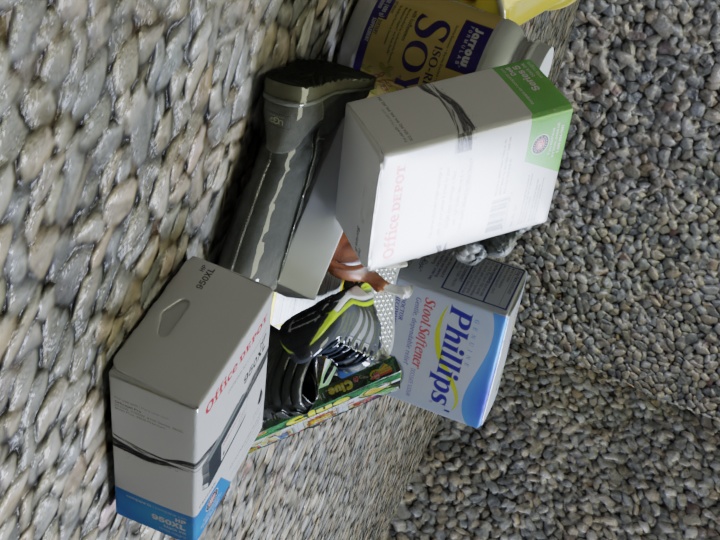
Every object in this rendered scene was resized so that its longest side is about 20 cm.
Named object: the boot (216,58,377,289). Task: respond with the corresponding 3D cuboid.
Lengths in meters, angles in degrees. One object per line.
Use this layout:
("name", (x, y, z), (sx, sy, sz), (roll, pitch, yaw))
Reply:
("boot", (-0.060, -0.086, 1.184), (0.181, 0.072, 0.202), (-24, 129, -56))

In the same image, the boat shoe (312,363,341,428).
("boat shoe", (-0.033, 0.125, 1.732), (0.057, 0.068, 0.202), (-43, 154, -66))

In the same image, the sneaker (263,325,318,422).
("sneaker", (-0.101, 0.148, 1.340), (0.071, 0.098, 0.202), (-50, 159, -61))

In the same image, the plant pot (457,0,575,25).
("plant pot", (0.173, -0.374, 1.527), (0.189, 0.200, 0.202), (-46, 160, -26))

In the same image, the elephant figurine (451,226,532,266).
("elephant figurine", (0.102, -0.113, 1.465), (0.155, 0.199, 0.143), (-19, -139, 55))

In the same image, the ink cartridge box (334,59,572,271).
("ink cartridge box", (0.083, -0.098, 1.202), (0.198, 0.084, 0.146), (-15, 139, -21))

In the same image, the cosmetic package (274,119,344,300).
("cosmetic package", (-0.039, -0.072, 1.279), (0.202, 0.050, 0.082), (-68, -161, -8))

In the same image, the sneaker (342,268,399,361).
("sneaker", (0.000, 0.000, 1.461), (0.078, 0.079, 0.203), (21, 74, -53))

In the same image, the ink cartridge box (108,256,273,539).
("ink cartridge box", (-0.143, 0.112, 1.101), (0.201, 0.083, 0.145), (98, 16, -47))

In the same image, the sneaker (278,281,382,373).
("sneaker", (-0.018, 0.066, 1.302), (0.073, 0.082, 0.200), (-25, -179, 22))

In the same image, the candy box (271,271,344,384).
("candy box", (-0.075, 0.072, 1.414), (0.102, 0.026, 0.202), (-19, 136, -39))

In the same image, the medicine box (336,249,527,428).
("medicine box", (0.087, 0.068, 1.596), (0.103, 0.198, 0.184), (-54, 159, -51))

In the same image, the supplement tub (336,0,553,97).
("supplement tub", (0.086, -0.206, 1.338), (0.145, 0.198, 0.147), (21, 90, -79))

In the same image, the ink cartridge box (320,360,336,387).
("ink cartridge box", (-0.051, 0.067, 1.571), (0.201, 0.047, 0.146), (95, 19, -55))

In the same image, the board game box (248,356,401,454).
("board game box", (-0.048, 0.155, 1.465), (0.198, 0.024, 0.105), (-23, 163, -5))

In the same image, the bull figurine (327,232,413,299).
("bull figurine", (0.010, -0.057, 1.364), (0.201, 0.120, 0.065), (-80, -167, -45))
